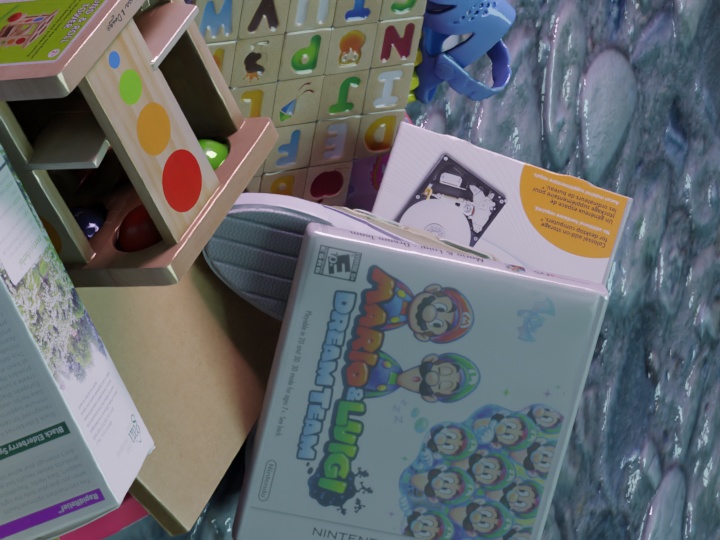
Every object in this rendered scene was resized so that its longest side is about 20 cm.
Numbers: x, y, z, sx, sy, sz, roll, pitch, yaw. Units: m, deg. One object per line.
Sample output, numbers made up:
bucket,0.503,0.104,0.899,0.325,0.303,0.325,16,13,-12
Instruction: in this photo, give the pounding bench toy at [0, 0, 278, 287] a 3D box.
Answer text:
pounding bench toy,-0.125,-0.102,1.501,0.200,0.124,0.157,-57,132,-37

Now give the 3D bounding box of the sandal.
sandal,0.065,-0.181,1.849,0.200,0.086,0.080,94,11,-57

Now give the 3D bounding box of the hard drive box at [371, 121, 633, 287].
hard drive box,0.065,0.031,1.710,0.077,0.155,0.201,107,1,-80

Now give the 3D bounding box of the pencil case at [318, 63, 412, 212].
pencil case,-0.002,-0.086,1.817,0.088,0.087,0.200,-65,150,-26

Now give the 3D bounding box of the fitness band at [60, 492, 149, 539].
fitness band,-0.158,0.083,1.630,0.200,0.037,0.145,-22,115,-59

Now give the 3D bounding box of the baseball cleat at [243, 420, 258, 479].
baseball cleat,-0.041,0.083,1.830,0.107,0.069,0.201,107,5,-52

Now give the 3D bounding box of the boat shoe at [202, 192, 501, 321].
boat shoe,0.000,0.000,1.632,0.062,0.199,0.072,-98,-152,-67

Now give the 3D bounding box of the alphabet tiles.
alphabet tiles,-0.037,-0.118,1.695,0.165,0.006,0.201,-10,128,-30

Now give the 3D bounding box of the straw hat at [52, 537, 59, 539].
straw hat,-0.235,0.135,1.434,0.202,0.085,0.201,60,14,-25

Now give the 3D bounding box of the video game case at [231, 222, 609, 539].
video game case,0.034,0.084,1.617,0.024,0.181,0.201,-104,-153,-71

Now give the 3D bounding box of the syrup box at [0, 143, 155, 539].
syrup box,-0.189,0.035,1.413,0.201,0.081,0.079,65,18,-15

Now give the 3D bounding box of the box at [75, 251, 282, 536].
box,-0.130,0.026,1.583,0.200,0.021,0.164,49,52,-24
